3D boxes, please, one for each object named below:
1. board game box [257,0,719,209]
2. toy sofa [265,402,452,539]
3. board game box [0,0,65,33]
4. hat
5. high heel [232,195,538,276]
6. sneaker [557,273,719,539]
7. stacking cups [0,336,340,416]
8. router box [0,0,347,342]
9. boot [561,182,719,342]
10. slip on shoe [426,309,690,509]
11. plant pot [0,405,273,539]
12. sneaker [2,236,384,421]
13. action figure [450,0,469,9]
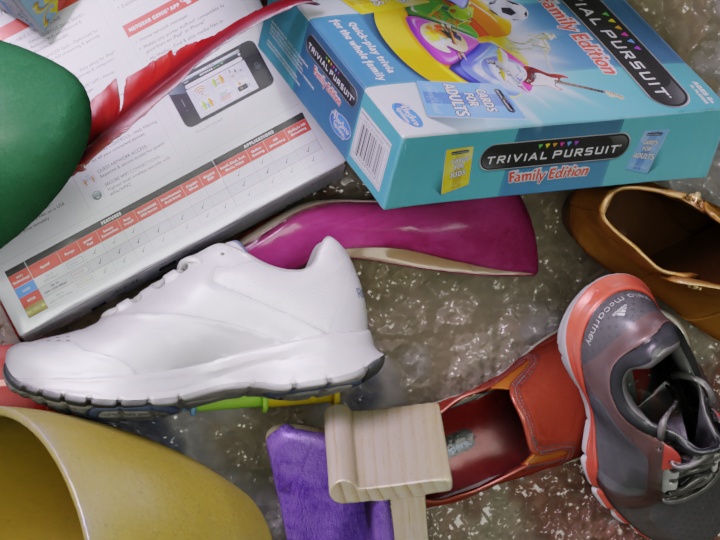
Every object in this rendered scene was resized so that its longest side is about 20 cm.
[{"bbox_3d":[0.069,-0.102,1.388,0.199,0.151,0.047,-7,130,-29],"label":"board game box"},{"bbox_3d":[0.006,0.176,1.424,0.097,0.083,0.201,-5,117,-1],"label":"toy sofa"},{"bbox_3d":[-0.160,-0.244,1.373,0.103,0.105,0.200,31,81,20],"label":"board game box"},{"bbox_3d":[-0.141,-0.057,1.292,0.175,0.166,0.201,8,87,17],"label":"hat"},{"bbox_3d":[0.000,0.000,1.456,0.199,0.067,0.096,-27,94,-6],"label":"high heel"},{"bbox_3d":[0.166,0.094,1.444,0.077,0.082,0.200,-37,130,-11],"label":"sneaker"},{"bbox_3d":[-0.112,0.057,1.447,0.199,0.061,0.061,-6,94,-8],"label":"stacking cups"},{"bbox_3d":[-0.135,-0.086,1.426,0.199,0.049,0.180,-28,85,-5],"label":"router box"},{"bbox_3d":[0.205,0.004,1.447,0.200,0.144,0.071,23,91,-9],"label":"boot"},{"bbox_3d":[0.096,0.080,1.479,0.199,0.061,0.074,-23,95,-7],"label":"slip on shoe"},{"bbox_3d":[-0.128,0.168,1.404,0.141,0.200,0.201,-2,94,-36],"label":"plant pot"},{"bbox_3d":[-0.090,0.032,1.398,0.199,0.075,0.088,-7,83,-10],"label":"sneaker"},{"bbox_3d":[-0.016,-0.182,1.373,0.200,0.193,0.105,42,132,16],"label":"action figure"}]
